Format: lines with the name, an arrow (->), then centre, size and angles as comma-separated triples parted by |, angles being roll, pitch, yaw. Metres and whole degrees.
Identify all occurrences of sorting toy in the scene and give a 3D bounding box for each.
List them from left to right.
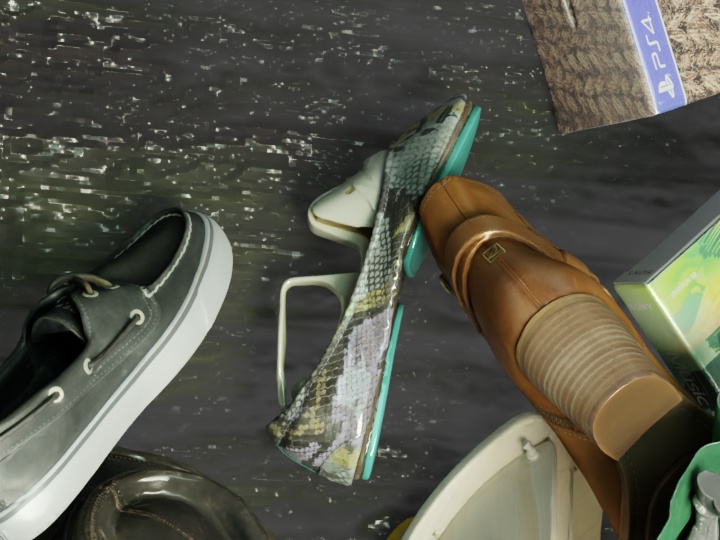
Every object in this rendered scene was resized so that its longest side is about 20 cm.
sorting toy -> 0.097, 0.206, 1.261 | 0.180, 0.107, 0.200 | 42, 33, -29

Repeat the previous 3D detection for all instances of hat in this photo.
hat -> -0.078, 0.143, 1.161 | 0.201, 0.081, 0.201 | 20, 45, -21

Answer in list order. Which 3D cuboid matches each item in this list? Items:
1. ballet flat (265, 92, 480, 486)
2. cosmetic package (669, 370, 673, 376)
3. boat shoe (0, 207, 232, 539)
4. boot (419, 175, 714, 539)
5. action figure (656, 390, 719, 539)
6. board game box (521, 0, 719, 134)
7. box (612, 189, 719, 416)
ballet flat -> 0.000, 0.000, 1.262 | 0.072, 0.072, 0.200 | 23, 77, -22
cosmetic package -> 0.237, -0.010, 1.349 | 0.071, 0.101, 0.200 | 26, 78, -22
boat shoe -> -0.123, 0.035, 1.173 | 0.057, 0.069, 0.200 | 58, 47, -31
boot -> 0.100, 0.048, 1.242 | 0.077, 0.155, 0.200 | -42, 144, 3
action figure -> 0.158, 0.146, 1.211 | 0.055, 0.200, 0.118 | 31, 57, 20
board game box -> 0.181, -0.177, 1.334 | 0.200, 0.097, 0.160 | -21, 96, -24
box -> 0.229, 0.042, 1.267 | 0.144, 0.036, 0.200 | -41, 103, -21
